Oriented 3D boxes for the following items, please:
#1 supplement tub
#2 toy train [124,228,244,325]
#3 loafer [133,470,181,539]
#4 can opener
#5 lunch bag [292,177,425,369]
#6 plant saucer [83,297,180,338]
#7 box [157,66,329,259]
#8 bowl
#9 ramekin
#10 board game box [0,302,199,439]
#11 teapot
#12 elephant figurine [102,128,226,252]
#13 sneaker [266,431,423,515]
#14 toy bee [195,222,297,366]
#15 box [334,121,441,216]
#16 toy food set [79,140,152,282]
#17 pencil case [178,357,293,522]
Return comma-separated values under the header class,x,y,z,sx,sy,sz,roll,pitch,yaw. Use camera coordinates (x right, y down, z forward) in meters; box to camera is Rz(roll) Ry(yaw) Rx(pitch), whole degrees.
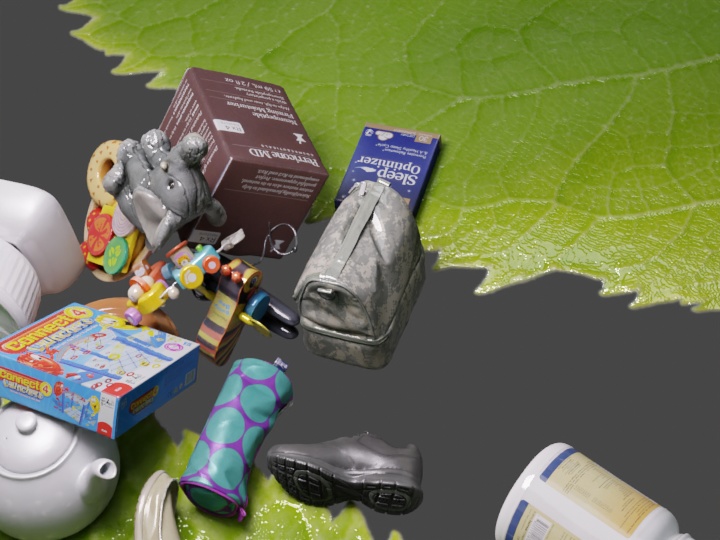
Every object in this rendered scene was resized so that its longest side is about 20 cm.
class,x,y,z,sx,sy,sz,roll,pitch,yaw
supplement tub,0.267,0.304,1.453,0.199,0.145,0.144,33,60,27
toy train,-0.250,-0.005,1.693,0.199,0.056,0.151,-28,19,31
loafer,-0.232,0.335,1.526,0.067,0.076,0.203,1,60,5
can opener,-0.162,0.030,1.770,0.199,0.064,0.079,30,59,27
lunch bag,0.000,0.000,1.711,0.138,0.169,0.201,15,53,17
plant saucer,-0.339,0.112,1.737,0.197,0.038,0.202,-3,51,4
box,-0.176,-0.149,1.815,0.164,0.165,0.201,6,41,-37
bowl,-0.493,-0.039,1.772,0.197,0.201,0.075,11,56,13
ramekin,-0.516,0.029,1.716,0.199,0.204,0.095,10,51,14
board game box,-0.332,0.119,1.608,0.193,0.057,0.200,17,21,17
teapot,-0.396,0.221,1.583,0.197,0.147,0.199,-15,50,-6
elephant figurine,-0.236,-0.094,1.638,0.142,0.155,0.199,-55,38,-6
sneaker,-0.017,0.240,1.589,0.197,0.077,0.091,11,44,4
toy bee,-0.169,0.026,1.688,0.129,0.109,0.203,9,87,18
box,0.038,-0.132,1.905,0.119,0.033,0.202,11,54,13
toy food set,-0.336,-0.083,1.819,0.197,0.048,0.203,14,85,47
pencil case,-0.150,0.206,1.611,0.092,0.085,0.202,27,55,-5
